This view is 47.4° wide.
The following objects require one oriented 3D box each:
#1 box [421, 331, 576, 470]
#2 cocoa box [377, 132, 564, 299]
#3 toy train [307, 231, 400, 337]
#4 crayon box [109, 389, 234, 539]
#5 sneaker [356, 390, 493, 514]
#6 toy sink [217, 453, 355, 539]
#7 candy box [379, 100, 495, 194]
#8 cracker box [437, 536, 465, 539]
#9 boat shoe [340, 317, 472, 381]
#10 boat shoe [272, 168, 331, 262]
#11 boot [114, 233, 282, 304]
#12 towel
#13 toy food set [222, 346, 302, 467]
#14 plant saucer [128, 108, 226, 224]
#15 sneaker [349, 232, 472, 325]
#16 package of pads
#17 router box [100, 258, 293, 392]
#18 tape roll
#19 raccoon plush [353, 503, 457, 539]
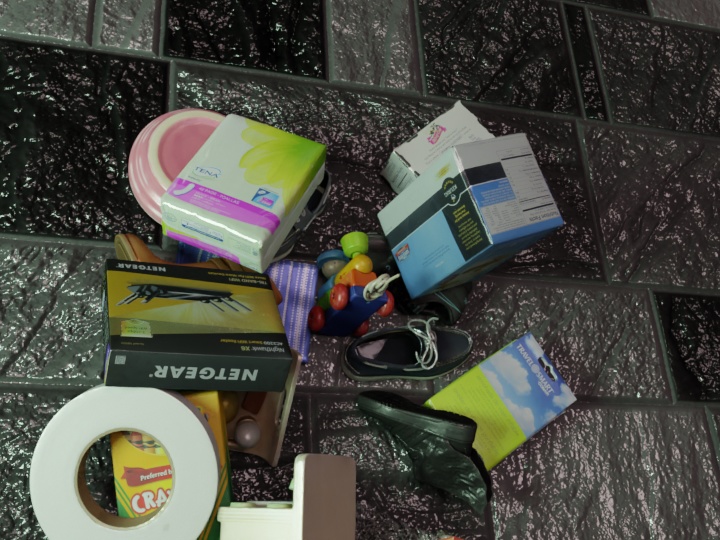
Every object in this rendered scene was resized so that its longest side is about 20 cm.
[{"bbox_3d":[0.191,0.185,1.133,0.198,0.048,0.123,-29,78,-28],"label":"box"},{"bbox_3d":[0.138,-0.066,1.069,0.132,0.200,0.133,-15,77,-32],"label":"cocoa box"},{"bbox_3d":[0.000,0.000,1.068,0.083,0.200,0.118,9,60,-26],"label":"toy train"},{"bbox_3d":[-0.213,0.208,0.925,0.125,0.051,0.204,-7,91,-5],"label":"crayon box"},{"bbox_3d":[0.079,0.230,1.059,0.197,0.060,0.106,13,100,21],"label":"sneaker"},{"bbox_3d":[-0.081,0.307,0.901,0.110,0.130,0.204,-6,75,24],"label":"toy sink"},{"bbox_3d":[0.157,-0.136,1.262,0.167,0.072,0.200,-39,82,-29],"label":"candy box"},{"bbox_3d":[0.145,0.397,0.947,0.199,0.057,0.136,33,44,-44],"label":"cracker box"},{"bbox_3d":[0.071,0.106,1.122,0.196,0.062,0.076,0,65,-19],"label":"boat shoe"},{"bbox_3d":[-0.098,-0.082,1.123,0.072,0.062,0.200,36,40,4],"label":"boat shoe"},{"bbox_3d":[-0.206,0.008,1.048,0.154,0.073,0.201,-37,97,-27],"label":"boot"},{"bbox_3d":[-0.156,0.038,1.101,0.197,0.024,0.147,12,63,-13],"label":"towel"},{"bbox_3d":[-0.181,0.149,0.976,0.197,0.060,0.146,12,97,-14],"label":"toy food set"},{"bbox_3d":[-0.223,-0.147,1.151,0.197,0.051,0.204,7,63,-15],"label":"plant saucer"},{"bbox_3d":[0.065,0.011,1.159,0.197,0.076,0.080,22,62,-7],"label":"sneaker"},{"bbox_3d":[-0.150,-0.106,1.057,0.152,0.069,0.201,20,51,11],"label":"package of pads"},{"bbox_3d":[-0.188,0.061,0.925,0.197,0.053,0.158,5,35,-24],"label":"router box"},{"bbox_3d":[-0.248,0.220,0.877,0.199,0.037,0.207,0,91,-6],"label":"tape roll"},{"bbox_3d":[0.034,0.304,1.003,0.132,0.097,0.203,-12,69,-32],"label":"raccoon plush"}]
